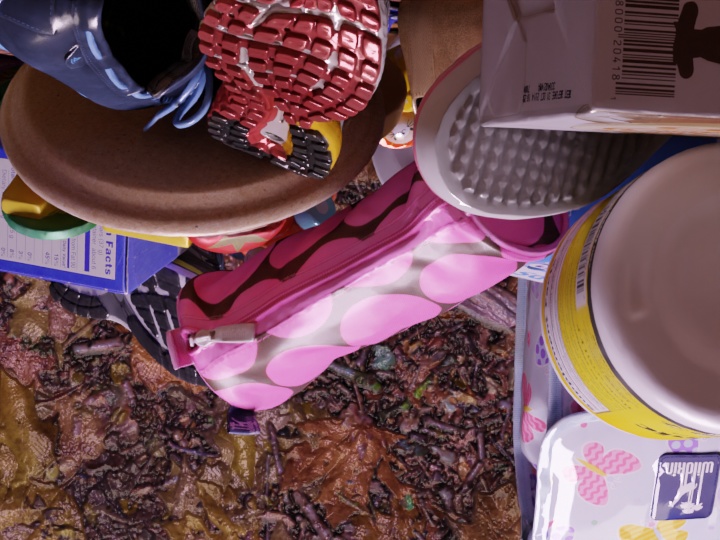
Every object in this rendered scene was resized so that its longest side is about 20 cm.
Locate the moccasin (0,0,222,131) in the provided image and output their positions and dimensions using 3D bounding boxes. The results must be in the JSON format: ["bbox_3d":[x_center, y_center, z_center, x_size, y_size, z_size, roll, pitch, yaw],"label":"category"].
[{"bbox_3d":[-0.098,-0.100,0.994,0.068,0.081,0.200,15,-172,22],"label":"moccasin"}]

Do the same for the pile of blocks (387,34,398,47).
[{"bbox_3d":[0.040,-0.110,1.452,0.062,0.082,0.200,2,-178,18],"label":"pile of blocks"}]

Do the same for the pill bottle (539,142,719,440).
[{"bbox_3d":[0.134,0.014,0.912,0.111,0.112,0.200,2,175,-4],"label":"pill bottle"}]

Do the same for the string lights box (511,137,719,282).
[{"bbox_3d":[0.152,-0.031,1.076,0.103,0.059,0.200,12,166,-38],"label":"string lights box"}]

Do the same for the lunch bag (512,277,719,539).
[{"bbox_3d":[0.175,0.061,1.235,0.169,0.201,0.127,3,180,-5],"label":"lunch bag"}]

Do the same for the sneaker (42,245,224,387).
[{"bbox_3d":[-0.102,0.001,1.254,0.081,0.074,0.200,-27,-141,-33],"label":"sneaker"}]

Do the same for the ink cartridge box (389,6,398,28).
[{"bbox_3d":[-0.062,-0.133,1.257,0.199,0.037,0.095,1,-179,27],"label":"ink cartridge box"}]

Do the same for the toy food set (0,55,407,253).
[{"bbox_3d":[-0.085,-0.077,1.108,0.197,0.049,0.200,11,-138,12],"label":"toy food set"}]

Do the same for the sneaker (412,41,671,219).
[{"bbox_3d":[0.075,-0.079,0.926,0.200,0.076,0.104,-29,-155,-36],"label":"sneaker"}]

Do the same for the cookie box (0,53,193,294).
[{"bbox_3d":[-0.181,-0.062,1.230,0.199,0.076,0.171,10,-159,17],"label":"cookie box"}]

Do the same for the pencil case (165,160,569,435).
[{"bbox_3d":[0.000,0.000,1.077,0.200,0.091,0.094,-32,156,31],"label":"pencil case"}]

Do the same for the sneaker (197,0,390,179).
[{"bbox_3d":[-0.025,-0.108,0.951,0.078,0.082,0.200,22,165,-4],"label":"sneaker"}]

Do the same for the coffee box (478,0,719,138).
[{"bbox_3d":[0.156,-0.088,0.813,0.199,0.080,0.114,2,-178,-18],"label":"coffee box"}]

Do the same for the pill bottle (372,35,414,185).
[{"bbox_3d":[0.115,-0.088,1.331,0.199,0.115,0.114,0,-178,-34],"label":"pill bottle"}]

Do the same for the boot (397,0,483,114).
[{"bbox_3d":[0.079,-0.102,1.056,0.073,0.076,0.200,1,-178,35],"label":"boot"}]

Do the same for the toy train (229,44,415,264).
[{"bbox_3d":[0.023,-0.061,1.174,0.200,0.151,0.056,-22,125,38],"label":"toy train"}]
